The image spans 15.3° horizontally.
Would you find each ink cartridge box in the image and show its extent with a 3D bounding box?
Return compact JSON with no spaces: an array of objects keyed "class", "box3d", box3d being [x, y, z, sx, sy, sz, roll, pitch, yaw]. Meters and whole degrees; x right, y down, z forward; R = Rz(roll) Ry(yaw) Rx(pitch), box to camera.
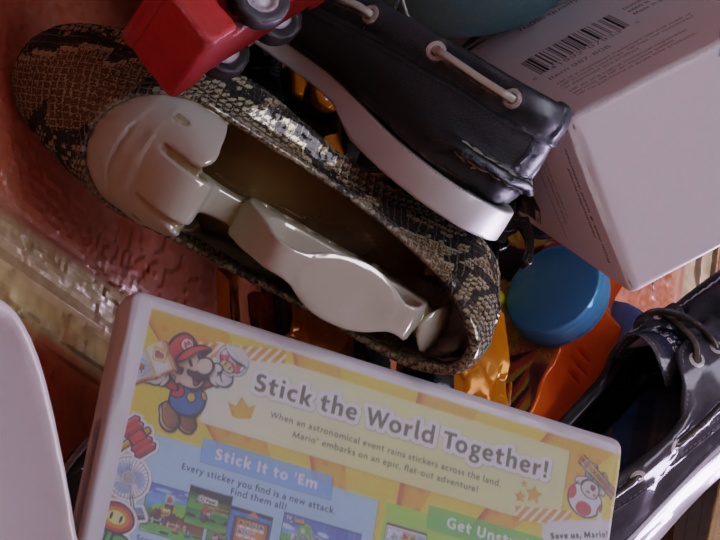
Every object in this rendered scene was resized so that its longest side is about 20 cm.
[{"class":"ink cartridge box","box3d":[0.119,-0.084,1.133,0.144,0.200,0.084,-27,115,-11]}]

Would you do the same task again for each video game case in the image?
[{"class":"video game case","box3d":[-0.009,0.121,0.946,0.200,0.023,0.182,18,68,-19]}]

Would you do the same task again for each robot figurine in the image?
[{"class":"robot figurine","box3d":[0.000,0.000,1.052,0.145,0.058,0.200,13,54,-27]}]

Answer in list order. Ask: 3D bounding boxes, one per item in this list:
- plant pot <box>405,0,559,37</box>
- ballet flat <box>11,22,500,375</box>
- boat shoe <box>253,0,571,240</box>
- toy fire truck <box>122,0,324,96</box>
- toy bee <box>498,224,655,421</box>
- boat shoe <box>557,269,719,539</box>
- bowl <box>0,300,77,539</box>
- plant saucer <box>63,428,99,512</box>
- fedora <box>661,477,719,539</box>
[{"class":"plant pot","box3d":[0.039,-0.175,1.095,0.200,0.200,0.135,-50,148,-48]},{"class":"ballet flat","box3d":[-0.035,-0.023,0.957,0.200,0.068,0.075,30,22,-11]},{"class":"boat shoe","box3d":[-0.002,-0.091,1.005,0.060,0.200,0.076,-53,157,10]},{"class":"toy fire truck","box3d":[-0.065,-0.140,0.927,0.200,0.049,0.141,-36,86,-30]},{"class":"toy bee","box3d":[0.086,0.015,1.210,0.200,0.109,0.131,-39,129,-26]},{"class":"boat shoe","box3d":[0.129,0.051,1.147,0.200,0.070,0.066,-45,135,-10]},{"class":"bowl","box3d":[-0.173,0.108,0.801,0.200,0.075,0.201,-9,92,-57]},{"class":"plant saucer","box3d":[-0.073,0.147,0.985,0.200,0.032,0.201,17,69,-55]},{"class":"fedora","box3d":[0.142,0.119,1.247,0.201,0.082,0.201,10,90,-79]}]
